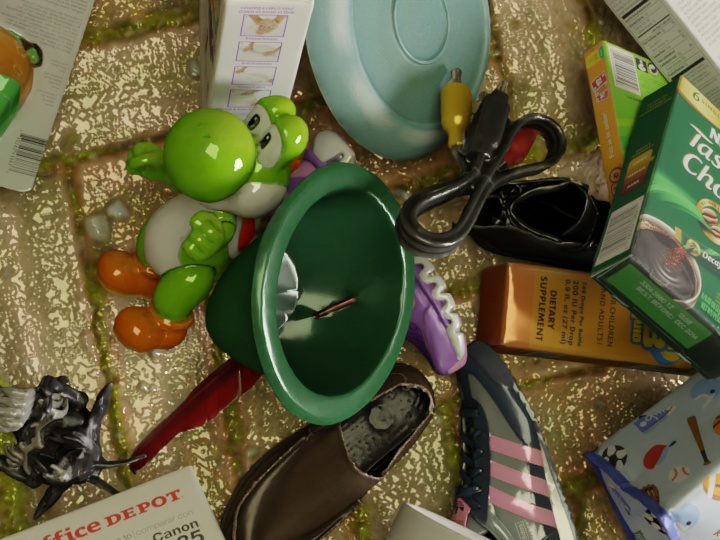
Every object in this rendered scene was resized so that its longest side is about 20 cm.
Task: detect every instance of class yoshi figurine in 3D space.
[{"bbox_3d":[-0.118,-0.041,1.050,0.112,0.112,0.200,37,119,-3],"label":"yoshi figurine"}]

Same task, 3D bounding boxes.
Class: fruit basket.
[{"bbox_3d":[-0.293,-0.167,1.104,0.185,0.094,0.200,17,64,-10],"label":"fruit basket"}]

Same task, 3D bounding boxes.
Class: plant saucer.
[{"bbox_3d":[0.036,-0.181,1.138,0.200,0.027,0.201,1,89,-48],"label":"plant saucer"}]

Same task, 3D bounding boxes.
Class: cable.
[{"bbox_3d":[0.082,-0.063,1.088,0.097,0.050,0.200,30,49,-6],"label":"cable"}]

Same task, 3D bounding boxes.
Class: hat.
[{"bbox_3d":[-0.085,0.021,1.074,0.200,0.176,0.166,-58,134,-32],"label":"hat"}]

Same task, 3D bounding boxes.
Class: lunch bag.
[{"bbox_3d":[0.281,0.169,1.145,0.170,0.124,0.200,-37,122,-6],"label":"lunch bag"}]

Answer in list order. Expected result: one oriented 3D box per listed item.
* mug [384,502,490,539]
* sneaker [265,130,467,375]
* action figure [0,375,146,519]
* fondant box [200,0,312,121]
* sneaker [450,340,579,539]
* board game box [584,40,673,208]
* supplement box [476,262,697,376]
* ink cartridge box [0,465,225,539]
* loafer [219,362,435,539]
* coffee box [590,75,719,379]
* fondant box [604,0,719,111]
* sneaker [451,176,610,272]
[{"bbox_3d":[0.077,0.274,1.027,0.200,0.148,0.176,23,85,31],"label":"mug"},{"bbox_3d":[0.000,0.000,1.140,0.088,0.080,0.200,-35,81,-8],"label":"sneaker"},{"bbox_3d":[-0.247,0.107,1.054,0.200,0.102,0.119,29,110,-5],"label":"action figure"},{"bbox_3d":[-0.074,-0.189,1.061,0.058,0.200,0.145,1,67,-9],"label":"fondant box"},{"bbox_3d":[0.096,0.153,1.144,0.082,0.070,0.200,-19,86,-16],"label":"sneaker"},{"bbox_3d":[0.222,-0.072,1.172,0.095,0.030,0.200,15,54,-34],"label":"board game box"},{"bbox_3d":[0.192,0.038,1.182,0.200,0.069,0.067,7,82,-15],"label":"supplement box"},{"bbox_3d":[-0.139,0.246,1.022,0.146,0.083,0.200,-20,51,-14],"label":"ink cartridge box"},{"bbox_3d":[-0.022,0.138,1.119,0.073,0.071,0.200,44,76,-4],"label":"loafer"},{"bbox_3d":[0.237,-0.035,1.113,0.123,0.044,0.200,40,46,-16],"label":"coffee box"},{"bbox_3d":[0.297,-0.191,1.223,0.144,0.058,0.200,-40,94,-29],"label":"fondant box"},{"bbox_3d":[0.155,-0.033,1.163,0.199,0.104,0.060,7,82,-11],"label":"sneaker"}]
